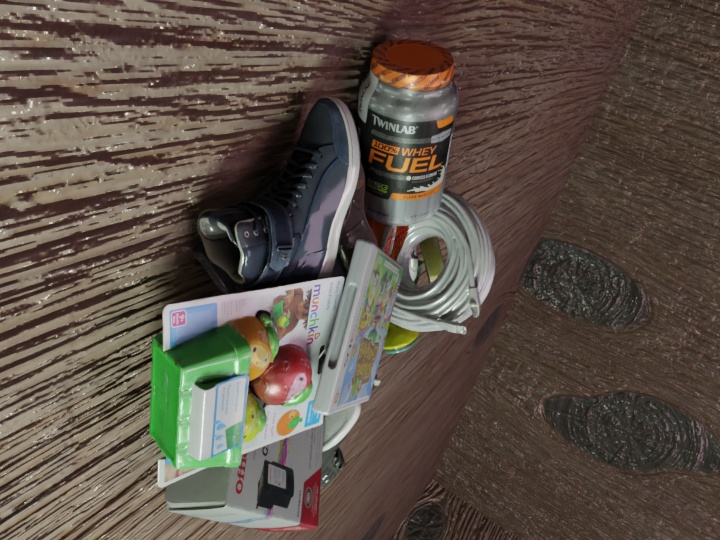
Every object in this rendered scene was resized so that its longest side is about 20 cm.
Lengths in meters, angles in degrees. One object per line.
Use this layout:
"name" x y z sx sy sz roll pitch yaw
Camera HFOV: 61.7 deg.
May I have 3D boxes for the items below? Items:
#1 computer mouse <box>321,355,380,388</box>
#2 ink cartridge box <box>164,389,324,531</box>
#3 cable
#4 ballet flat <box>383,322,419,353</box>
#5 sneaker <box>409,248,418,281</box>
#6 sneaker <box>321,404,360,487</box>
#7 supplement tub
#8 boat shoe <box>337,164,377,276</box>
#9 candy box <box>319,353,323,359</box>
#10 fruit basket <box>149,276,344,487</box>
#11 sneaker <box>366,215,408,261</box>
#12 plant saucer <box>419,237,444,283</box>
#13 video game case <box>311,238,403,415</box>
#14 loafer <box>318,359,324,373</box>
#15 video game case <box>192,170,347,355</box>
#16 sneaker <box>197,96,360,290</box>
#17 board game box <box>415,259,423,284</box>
"computer mouse" -0.021 0.101 0.922 0.053 0.136 0.203 -106 -155 -67
"ink cartridge box" -0.127 0.224 0.724 0.200 0.082 0.148 47 39 -53
"cable" 0.093 -0.015 0.851 0.069 0.198 0.203 15 80 -55
"ballet flat" 0.070 0.081 1.001 0.200 0.066 0.068 -25 102 -71
"sneaker" 0.052 -0.060 0.953 0.079 0.074 0.203 -9 120 -21
"sneaker" -0.048 0.246 0.871 0.099 0.071 0.200 21 122 -43
"supplement tub" 0.054 -0.167 0.746 0.122 0.121 0.202 -43 149 -39
"boat shoe" -0.036 -0.077 0.728 0.075 0.071 0.202 -35 127 -35
"candy box" -0.101 0.079 0.780 0.137 0.060 0.201 -54 157 -26
"fruit basket" -0.099 0.106 0.589 0.198 0.093 0.188 -6 115 -36
"sneaker" 0.000 0.000 0.827 0.202 0.076 0.073 -65 151 -7
"plant saucer" 0.126 -0.018 1.049 0.200 0.031 0.203 -15 90 -85
"video game case" 0.004 0.070 0.712 0.200 0.022 0.185 29 75 -75
"loafer" -0.055 0.209 0.927 0.201 0.069 0.076 105 -6 -47
"video game case" -0.082 0.011 0.674 0.143 0.019 0.201 -48 128 -30
"sneaker" -0.078 -0.078 0.589 0.145 0.076 0.206 2 100 -47
"board game box" 0.026 0.071 1.064 0.200 0.064 0.149 -38 148 -50
